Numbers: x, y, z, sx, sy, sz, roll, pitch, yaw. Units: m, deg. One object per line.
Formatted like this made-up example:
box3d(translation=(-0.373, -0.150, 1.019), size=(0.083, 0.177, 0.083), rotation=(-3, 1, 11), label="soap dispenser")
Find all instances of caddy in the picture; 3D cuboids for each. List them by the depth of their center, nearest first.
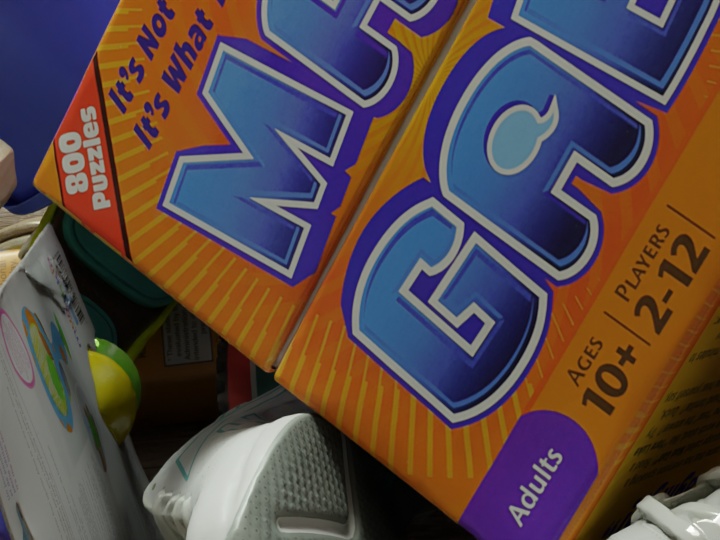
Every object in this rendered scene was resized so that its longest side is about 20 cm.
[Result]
box3d(translation=(-0.083, -0.096, 0.908), size=(0.200, 0.105, 0.141), rotation=(-23, 35, 54), label="caddy")

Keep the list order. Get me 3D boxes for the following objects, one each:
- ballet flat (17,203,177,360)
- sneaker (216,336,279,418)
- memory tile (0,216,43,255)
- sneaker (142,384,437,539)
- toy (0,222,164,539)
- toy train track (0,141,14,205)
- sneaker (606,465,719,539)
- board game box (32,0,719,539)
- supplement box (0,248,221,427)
box3d(translation=(-0.108, 0.013, 0.961), size=(0.067, 0.067, 0.200), rotation=(-19, 35, 45), label="ballet flat")
box3d(translation=(0.000, 0.000, 0.948), size=(0.093, 0.070, 0.200), rotation=(2, 51, 2), label="sneaker")
box3d(translation=(-0.111, 0.007, 1.094), size=(0.200, 0.017, 0.153), rotation=(-2, -20, -12), label="memory tile")
box3d(translation=(-0.026, 0.076, 0.775), size=(0.080, 0.070, 0.200), rotation=(-21, 5, 12), label="sneaker")
box3d(translation=(-0.099, 0.060, 0.761), size=(0.047, 0.115, 0.200), rotation=(-18, 9, 7), label="toy")
box3d(translation=(-0.157, 0.029, 0.894), size=(0.200, 0.033, 0.115), rotation=(-53, -2, 43), label="toy train track")
box3d(translation=(0.115, 0.046, 0.681), size=(0.200, 0.116, 0.074), rotation=(-10, 12, -15), label="sneaker")
box3d(translation=(0.068, -0.059, 0.783), size=(0.200, 0.200, 0.200), rotation=(37, 21, 22), label="board game box")
box3d(translation=(-0.107, 0.026, 1.029), size=(0.200, 0.069, 0.067), rotation=(-8, -20, 0), label="supplement box")
